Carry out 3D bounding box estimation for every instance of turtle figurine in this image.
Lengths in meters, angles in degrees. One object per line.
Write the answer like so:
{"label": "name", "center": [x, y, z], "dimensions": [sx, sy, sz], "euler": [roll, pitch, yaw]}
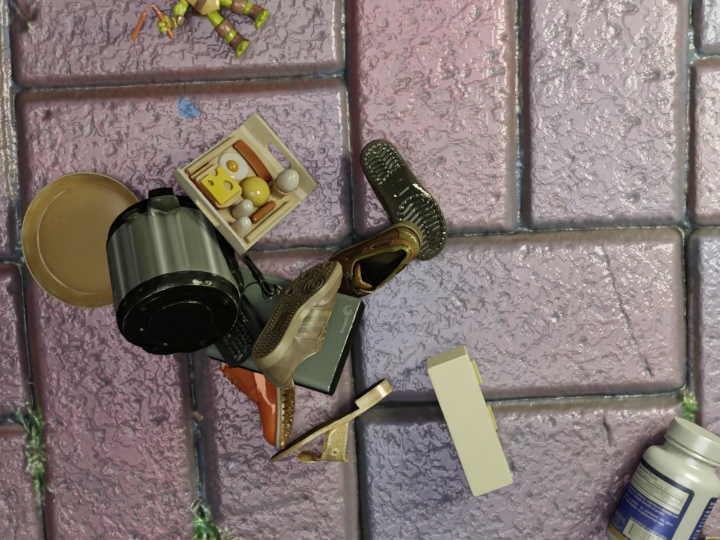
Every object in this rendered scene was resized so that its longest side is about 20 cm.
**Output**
{"label": "turtle figurine", "center": [-0.223, -0.376, 1.524], "dimensions": [0.161, 0.064, 0.201], "euler": [36, 89, -9]}

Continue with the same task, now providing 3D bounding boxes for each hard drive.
{"label": "hard drive", "center": [-0.106, 0.085, 1.523], "dimensions": [0.198, 0.033, 0.141], "euler": [14, 72, 20]}

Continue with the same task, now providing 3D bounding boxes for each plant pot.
{"label": "plant pot", "center": [-0.404, -0.045, 1.592], "dimensions": [0.198, 0.027, 0.202], "euler": [0, 98, 3]}

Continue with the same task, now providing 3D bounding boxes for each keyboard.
{"label": "keyboard", "center": [-0.182, 0.038, 1.526], "dimensions": [0.127, 0.200, 0.021], "euler": [-46, 137, 6]}

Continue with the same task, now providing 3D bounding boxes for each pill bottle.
{"label": "pill bottle", "center": [0.449, 0.322, 1.545], "dimensions": [0.119, 0.120, 0.202], "euler": [25, 97, 0]}

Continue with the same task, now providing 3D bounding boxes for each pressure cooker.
{"label": "pressure cooker", "center": [-0.264, -0.008, 1.483], "dimensions": [0.175, 0.178, 0.201], "euler": [-38, 50, 24]}

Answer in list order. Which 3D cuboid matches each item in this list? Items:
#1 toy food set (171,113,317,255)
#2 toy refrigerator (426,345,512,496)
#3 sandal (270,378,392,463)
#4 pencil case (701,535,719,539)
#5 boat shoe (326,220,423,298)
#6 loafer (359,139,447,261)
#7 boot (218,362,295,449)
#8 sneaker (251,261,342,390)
{"label": "toy food set", "center": [-0.158, -0.126, 1.498], "dimensions": [0.144, 0.200, 0.060], "euler": [49, 131, -4]}
{"label": "toy refrigerator", "center": [0.162, 0.218, 1.570], "dimensions": [0.069, 0.076, 0.202], "euler": [-20, 95, 5]}
{"label": "sandal", "center": [-0.030, 0.249, 1.583], "dimensions": [0.211, 0.078, 0.070], "euler": [-35, 90, 1]}
{"label": "pencil case", "center": [0.520, 0.495, 1.577], "dimensions": [0.077, 0.089, 0.202], "euler": [17, 100, 35]}
{"label": "boat shoe", "center": [0.000, 0.000, 1.525], "dimensions": [0.072, 0.068, 0.200], "euler": [45, 121, -12]}
{"label": "loafer", "center": [0.062, -0.107, 1.543], "dimensions": [0.073, 0.071, 0.201], "euler": [-30, 110, -3]}
{"label": "boot", "center": [-0.154, 0.167, 1.586], "dimensions": [0.106, 0.075, 0.202], "euler": [-8, 88, 7]}
{"label": "sneaker", "center": [-0.079, 0.075, 1.471], "dimensions": [0.070, 0.201, 0.076], "euler": [2, 135, 41]}
